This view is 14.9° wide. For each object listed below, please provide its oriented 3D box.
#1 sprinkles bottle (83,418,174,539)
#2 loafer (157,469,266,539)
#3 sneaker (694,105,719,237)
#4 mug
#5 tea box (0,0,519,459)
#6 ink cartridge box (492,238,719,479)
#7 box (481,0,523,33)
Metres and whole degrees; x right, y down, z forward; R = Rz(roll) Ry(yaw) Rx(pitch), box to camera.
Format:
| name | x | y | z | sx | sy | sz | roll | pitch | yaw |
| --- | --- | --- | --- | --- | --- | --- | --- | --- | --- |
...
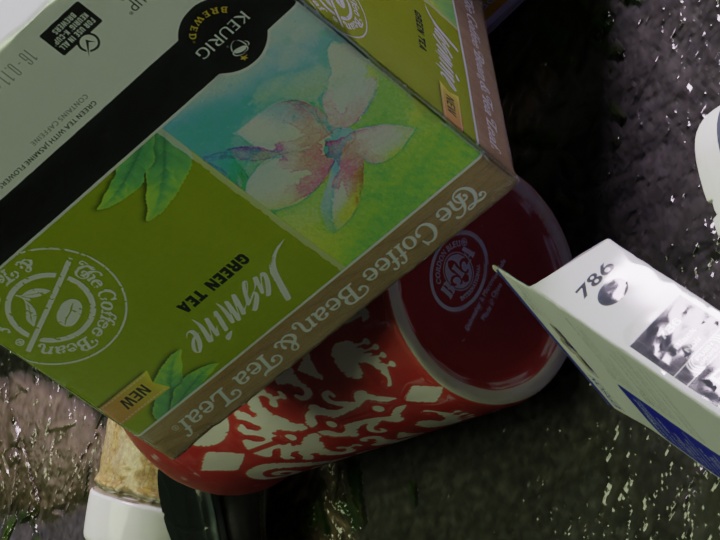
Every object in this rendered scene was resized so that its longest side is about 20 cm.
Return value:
| name | x | y | z | sx | sy | sz | roll | pitch | yaw |
| --- | --- | --- | --- | --- | --- | --- | --- | --- | --- |
| sprinkles bottle | -0.091 | 0.046 | 1.401 | 0.068 | 0.068 | 0.200 | 14 | 94 | 57 |
| loafer | -0.061 | 0.082 | 1.342 | 0.073 | 0.072 | 0.200 | 13 | 115 | 65 |
| sneaker | 0.169 | 0.003 | 0.876 | 0.081 | 0.076 | 0.200 | -49 | 50 | 40 |
| mug | -0.009 | 0.001 | 1.232 | 0.200 | 0.133 | 0.178 | -16 | 71 | 51 |
| tea box | -0.078 | -0.067 | 1.100 | 0.200 | 0.197 | 0.134 | -40 | 33 | 24 |
| ink cartridge box | 0.135 | 0.049 | 1.020 | 0.039 | 0.099 | 0.200 | -47 | 37 | -6 |
| box | -0.009 | -0.188 | 1.203 | 0.101 | 0.200 | 0.113 | -41 | 48 | 36 |
